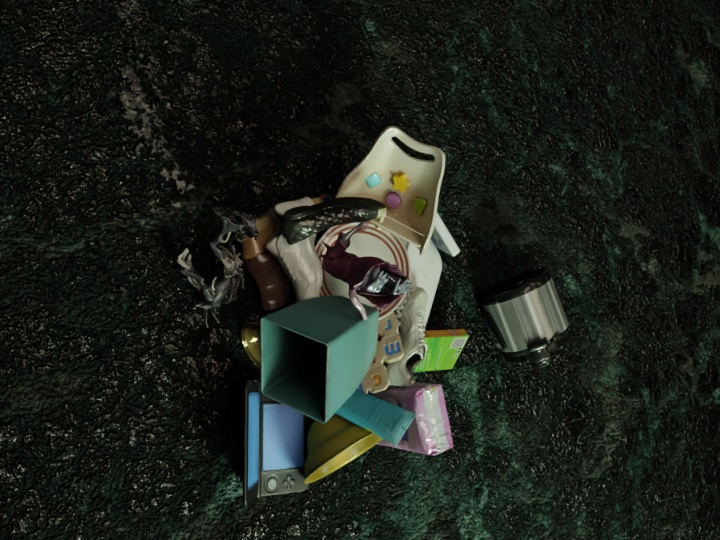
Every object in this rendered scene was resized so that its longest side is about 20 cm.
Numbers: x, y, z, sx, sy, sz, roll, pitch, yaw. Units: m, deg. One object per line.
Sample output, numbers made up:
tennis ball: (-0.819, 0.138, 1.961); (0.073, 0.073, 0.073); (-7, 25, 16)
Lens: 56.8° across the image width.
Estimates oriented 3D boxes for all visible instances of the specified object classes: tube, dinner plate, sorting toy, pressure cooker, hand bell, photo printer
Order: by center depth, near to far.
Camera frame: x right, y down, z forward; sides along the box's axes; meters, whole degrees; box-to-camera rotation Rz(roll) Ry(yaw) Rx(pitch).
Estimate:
tube: (-0.006, 0.236, 1.158); (0.078, 0.195, 0.051); (-49, 149, -39)
sorting toy: (0.073, -0.162, 1.239); (0.196, 0.184, 0.107); (27, 30, 6)
hand bell: (-0.124, 0.090, 1.253); (0.200, 0.103, 0.106); (-43, 106, -44)
dinner plate: (0.000, 0.000, 1.276); (0.193, 0.024, 0.207); (1, 78, -3)
photo printer: (0.101, 0.012, 1.379); (0.166, 0.068, 0.205); (44, 58, -47)
pressure cooker: (0.381, 0.118, 1.509); (0.173, 0.177, 0.205); (-27, 96, -35)

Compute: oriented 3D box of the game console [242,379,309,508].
game console: (-0.146, 0.296, 1.172); (0.171, 0.115, 0.207); (5, 80, -32)

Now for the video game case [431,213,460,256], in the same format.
video game case: (0.124, -0.129, 1.386); (0.023, 0.182, 0.202); (-34, 103, -2)

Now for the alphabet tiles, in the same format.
alphabet tiles: (-0.019, 0.146, 1.250); (0.194, 0.015, 0.200); (-17, 58, 6)

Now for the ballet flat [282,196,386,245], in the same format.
ballet flat: (-0.046, -0.092, 1.179); (0.194, 0.067, 0.059); (-12, 118, -18)

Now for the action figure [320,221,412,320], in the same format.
action figure: (-0.011, 0.008, 1.172); (0.150, 0.197, 0.136); (-48, 136, -21)

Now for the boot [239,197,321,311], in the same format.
boot: (-0.136, -0.036, 1.274); (0.197, 0.071, 0.171); (-29, 110, -34)

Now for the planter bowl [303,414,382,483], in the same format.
planter bowl: (-0.036, 0.300, 1.223); (0.196, 0.202, 0.085); (-20, 67, -33)

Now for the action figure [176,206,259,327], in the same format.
action figure: (-0.249, -0.010, 1.162); (0.118, 0.101, 0.204); (-9, 128, -59)

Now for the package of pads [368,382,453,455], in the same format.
package of pads: (0.090, 0.277, 1.278); (0.074, 0.198, 0.125); (-9, 89, -31)

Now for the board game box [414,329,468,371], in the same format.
board game box: (0.131, 0.170, 1.393); (0.195, 0.030, 0.097); (-1, 127, -35)

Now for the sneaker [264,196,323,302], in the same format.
sneaker: (-0.125, -0.027, 1.201); (0.097, 0.077, 0.207); (-5, 86, -27)

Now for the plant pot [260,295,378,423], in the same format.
plant pot: (-0.055, 0.129, 1.142); (0.198, 0.138, 0.146); (-29, 129, -51)

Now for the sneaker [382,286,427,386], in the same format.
sneaker: (0.098, 0.129, 1.270); (0.075, 0.079, 0.205); (41, 62, -44)

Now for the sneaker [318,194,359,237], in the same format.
sneaker: (-0.016, -0.067, 1.336); (0.076, 0.078, 0.202); (-47, 107, -28)
